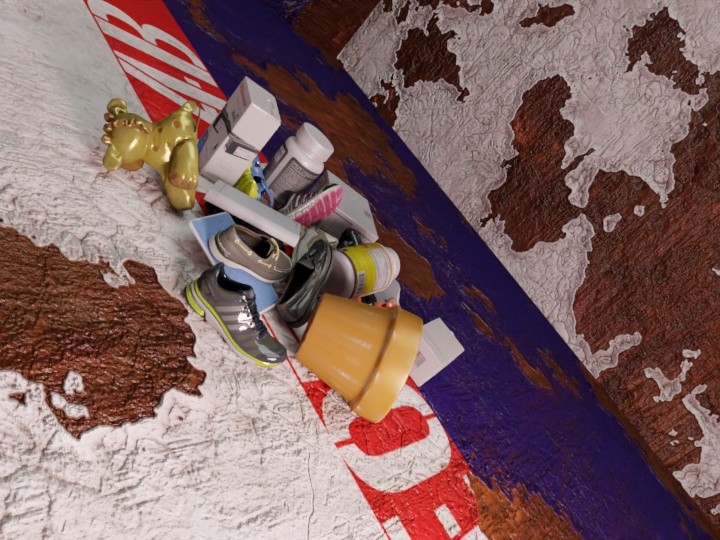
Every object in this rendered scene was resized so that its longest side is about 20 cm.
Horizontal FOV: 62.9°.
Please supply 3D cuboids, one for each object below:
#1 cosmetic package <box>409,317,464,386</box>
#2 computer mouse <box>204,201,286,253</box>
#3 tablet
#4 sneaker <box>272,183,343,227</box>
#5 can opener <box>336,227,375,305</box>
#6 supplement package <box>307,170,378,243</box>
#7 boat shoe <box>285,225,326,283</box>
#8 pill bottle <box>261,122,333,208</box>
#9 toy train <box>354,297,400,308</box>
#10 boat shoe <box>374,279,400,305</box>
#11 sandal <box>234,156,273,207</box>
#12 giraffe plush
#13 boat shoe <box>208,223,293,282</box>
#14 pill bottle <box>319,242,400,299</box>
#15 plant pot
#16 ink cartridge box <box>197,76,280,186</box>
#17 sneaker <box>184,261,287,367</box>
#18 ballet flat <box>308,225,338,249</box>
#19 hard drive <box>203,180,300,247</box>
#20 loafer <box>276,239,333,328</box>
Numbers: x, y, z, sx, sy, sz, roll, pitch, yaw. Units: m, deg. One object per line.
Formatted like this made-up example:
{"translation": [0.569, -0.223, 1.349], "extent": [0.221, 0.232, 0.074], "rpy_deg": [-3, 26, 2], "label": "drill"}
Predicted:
{"translation": [0.167, 0.191, 1.417], "extent": [0.108, 0.085, 0.199], "rpy_deg": [51, 20, 14], "label": "cosmetic package"}
{"translation": [-0.220, -0.072, 1.192], "extent": [0.198, 0.053, 0.140], "rpy_deg": [32, 24, -34], "label": "computer mouse"}
{"translation": [-0.226, -0.011, 1.068], "extent": [0.203, 0.014, 0.130], "rpy_deg": [59, 23, 0], "label": "tablet"}
{"translation": [-0.131, -0.156, 1.384], "extent": [0.087, 0.198, 0.075], "rpy_deg": [41, -24, 30], "label": "sneaker"}
{"translation": [-0.003, -0.006, 1.412], "extent": [0.077, 0.063, 0.205], "rpy_deg": [-5, 69, -35], "label": "can opener"}
{"translation": [-0.055, -0.139, 1.556], "extent": [0.154, 0.111, 0.202], "rpy_deg": [34, 24, -28], "label": "supplement package"}
{"translation": [-0.114, -0.033, 1.265], "extent": [0.067, 0.076, 0.202], "rpy_deg": [19, 32, -6], "label": "boat shoe"}
{"translation": [-0.160, -0.246, 1.420], "extent": [0.113, 0.200, 0.115], "rpy_deg": [37, 22, -18], "label": "pill bottle"}
{"translation": [0.025, 0.096, 1.269], "extent": [0.146, 0.057, 0.200], "rpy_deg": [14, 22, 8], "label": "toy train"}
{"translation": [0.066, 0.093, 1.424], "extent": [0.070, 0.067, 0.202], "rpy_deg": [1, 37, -9], "label": "boat shoe"}
{"translation": [-0.248, -0.199, 1.355], "extent": [0.086, 0.079, 0.203], "rpy_deg": [32, 32, -40], "label": "sandal"}
{"translation": [-0.374, -0.218, 1.051], "extent": [0.158, 0.203, 0.175], "rpy_deg": [1, 43, -21], "label": "giraffe plush"}
{"translation": [-0.185, -0.031, 1.081], "extent": [0.200, 0.060, 0.073], "rpy_deg": [23, 41, -53], "label": "boat shoe"}
{"translation": [0.000, 0.000, 1.277], "extent": [0.198, 0.110, 0.110], "rpy_deg": [-13, 59, -50], "label": "pill bottle"}
{"translation": [-0.012, 0.136, 1.048], "extent": [0.180, 0.203, 0.201], "rpy_deg": [26, 23, -5], "label": "plant pot"}
{"translation": [-0.273, -0.305, 1.309], "extent": [0.083, 0.200, 0.146], "rpy_deg": [29, 25, -35], "label": "ink cartridge box"}
{"translation": [-0.189, 0.073, 0.944], "extent": [0.200, 0.081, 0.074], "rpy_deg": [43, 21, -7], "label": "sneaker"}
{"translation": [-0.072, -0.035, 1.382], "extent": [0.074, 0.069, 0.202], "rpy_deg": [-17, 58, -21], "label": "ballet flat"}
{"translation": [-0.214, -0.118, 1.202], "extent": [0.197, 0.027, 0.132], "rpy_deg": [29, 12, -12], "label": "hard drive"}
{"translation": [-0.105, 0.011, 1.135], "extent": [0.063, 0.071, 0.203], "rpy_deg": [48, 44, -36], "label": "loafer"}
